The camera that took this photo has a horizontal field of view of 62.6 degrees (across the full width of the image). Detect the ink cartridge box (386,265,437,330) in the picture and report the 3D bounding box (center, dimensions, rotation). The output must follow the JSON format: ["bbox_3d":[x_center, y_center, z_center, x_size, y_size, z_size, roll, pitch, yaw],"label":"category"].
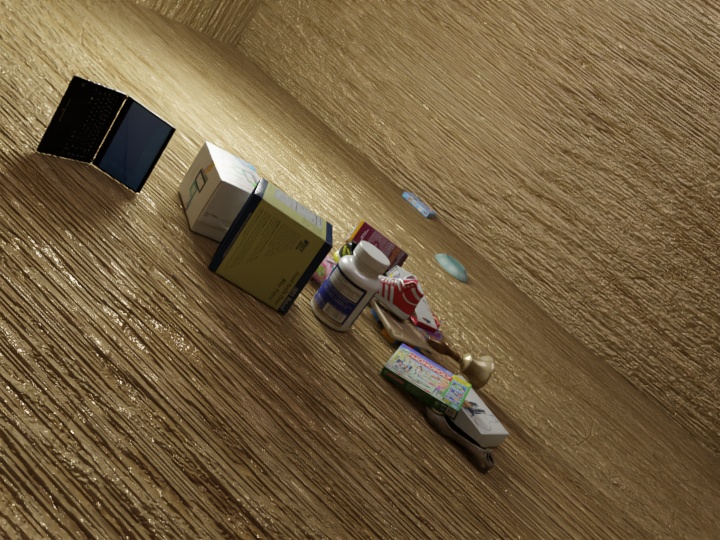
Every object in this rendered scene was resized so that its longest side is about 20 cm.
[{"bbox_3d":[0.151,0.090,1.751,0.108,0.050,0.202,27,35,-46],"label":"ink cartridge box"}]

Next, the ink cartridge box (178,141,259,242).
[{"bbox_3d":[-0.330,-0.180,1.433,0.145,0.147,0.201,23,23,-39],"label":"ink cartridge box"}]

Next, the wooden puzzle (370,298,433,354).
[{"bbox_3d":[0.098,0.152,1.650,0.199,0.046,0.186,30,19,-41],"label":"wooden puzzle"}]

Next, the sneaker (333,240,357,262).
[{"bbox_3d":[0.000,0.000,1.727,0.201,0.085,0.074,50,31,16],"label":"sneaker"}]

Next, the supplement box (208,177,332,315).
[{"bbox_3d":[-0.192,-0.054,1.307,0.198,0.201,0.135,32,18,-15],"label":"supplement box"}]

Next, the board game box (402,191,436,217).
[{"bbox_3d":[0.351,-0.392,3.534,0.200,0.037,0.151,43,18,16],"label":"board game box"}]

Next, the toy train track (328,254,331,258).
[{"bbox_3d":[-0.058,0.033,1.655,0.201,0.032,0.114,55,15,27],"label":"toy train track"}]

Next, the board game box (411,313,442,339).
[{"bbox_3d":[0.202,0.151,1.857,0.157,0.039,0.200,40,17,3],"label":"board game box"}]

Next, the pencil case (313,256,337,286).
[{"bbox_3d":[-0.128,-0.033,1.581,0.199,0.088,0.087,41,17,12],"label":"pencil case"}]

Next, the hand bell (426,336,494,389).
[{"bbox_3d":[0.268,0.240,1.663,0.198,0.105,0.104,33,18,-16],"label":"hand bell"}]

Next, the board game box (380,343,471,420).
[{"bbox_3d":[0.158,0.260,1.408,0.198,0.029,0.134,29,27,14],"label":"board game box"}]

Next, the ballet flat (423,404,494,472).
[{"bbox_3d":[0.226,0.372,1.345,0.200,0.047,0.067,43,17,14],"label":"ballet flat"}]

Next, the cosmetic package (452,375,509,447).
[{"bbox_3d":[0.262,0.346,1.478,0.150,0.052,0.201,21,24,-50],"label":"cosmetic package"}]

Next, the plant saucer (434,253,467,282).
[{"bbox_3d":[0.435,-0.023,2.776,0.199,0.039,0.202,34,17,-12],"label":"plant saucer"}]

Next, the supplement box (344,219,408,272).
[{"bbox_3d":[0.053,-0.075,1.996,0.199,0.086,0.110,37,-6,-5],"label":"supplement box"}]

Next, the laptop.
[{"bbox_3d":[-0.522,-0.272,1.226,0.103,0.178,0.199,44,17,22],"label":"laptop"}]

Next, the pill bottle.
[{"bbox_3d":[-0.021,0.035,1.429,0.119,0.201,0.120,34,17,-12],"label":"pill bottle"}]

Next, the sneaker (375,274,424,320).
[{"bbox_3d":[0.084,0.036,1.628,0.199,0.113,0.071,39,14,-12],"label":"sneaker"}]
